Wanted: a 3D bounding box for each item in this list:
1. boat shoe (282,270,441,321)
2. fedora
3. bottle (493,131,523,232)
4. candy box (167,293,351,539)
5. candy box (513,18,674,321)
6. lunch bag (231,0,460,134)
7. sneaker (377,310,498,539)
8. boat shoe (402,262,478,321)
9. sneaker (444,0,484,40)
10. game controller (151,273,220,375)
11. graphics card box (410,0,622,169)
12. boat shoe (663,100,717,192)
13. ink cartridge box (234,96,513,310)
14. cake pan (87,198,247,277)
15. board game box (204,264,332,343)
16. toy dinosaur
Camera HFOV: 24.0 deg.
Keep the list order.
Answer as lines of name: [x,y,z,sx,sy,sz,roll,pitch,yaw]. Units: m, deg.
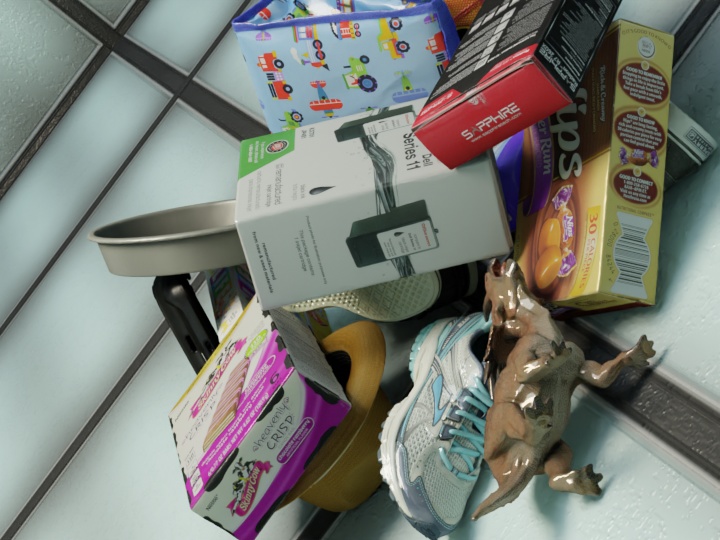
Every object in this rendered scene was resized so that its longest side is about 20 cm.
boat shoe: [0.000,0.000,1.396,0.062,0.075,0.199,-29,16,-36]
fedora: [-0.022,0.136,1.379,0.201,0.081,0.201,-48,20,23]
bottle: [0.096,-0.061,1.459,0.199,0.065,0.084,-21,32,54]
candy box: [-0.085,0.112,1.349,0.137,0.061,0.200,-54,18,6]
candy box: [0.169,-0.070,1.241,0.116,0.056,0.203,-14,69,61]
lunch bag: [0.013,-0.162,1.415,0.198,0.152,0.094,8,43,33]
sneaker: [0.073,0.104,1.250,0.086,0.078,0.201,-25,37,35]
boat shoe: [0.022,0.007,1.481,0.063,0.075,0.201,-19,7,-30]
sneaker: [0.059,-0.192,1.461,0.073,0.077,0.200,-43,1,-24]
game controller: [-0.124,0.085,1.514,0.042,0.201,0.104,-32,13,-16]
graphics card box: [0.124,-0.170,1.234,0.125,0.051,0.201,-28,24,43]
boat shoe: [0.207,-0.120,1.319,0.064,0.071,0.200,-47,24,10]
ink cartridge box: [0.010,-0.059,1.306,0.198,0.084,0.147,-13,29,5]
cake pan: [-0.142,-0.031,1.504,0.198,0.037,0.200,-8,10,1]
board game box: [-0.078,0.049,1.553,0.034,0.134,0.200,-47,23,11]
toy dinosaur: [0.115,0.094,1.170,0.135,0.085,0.202,-15,49,58]
